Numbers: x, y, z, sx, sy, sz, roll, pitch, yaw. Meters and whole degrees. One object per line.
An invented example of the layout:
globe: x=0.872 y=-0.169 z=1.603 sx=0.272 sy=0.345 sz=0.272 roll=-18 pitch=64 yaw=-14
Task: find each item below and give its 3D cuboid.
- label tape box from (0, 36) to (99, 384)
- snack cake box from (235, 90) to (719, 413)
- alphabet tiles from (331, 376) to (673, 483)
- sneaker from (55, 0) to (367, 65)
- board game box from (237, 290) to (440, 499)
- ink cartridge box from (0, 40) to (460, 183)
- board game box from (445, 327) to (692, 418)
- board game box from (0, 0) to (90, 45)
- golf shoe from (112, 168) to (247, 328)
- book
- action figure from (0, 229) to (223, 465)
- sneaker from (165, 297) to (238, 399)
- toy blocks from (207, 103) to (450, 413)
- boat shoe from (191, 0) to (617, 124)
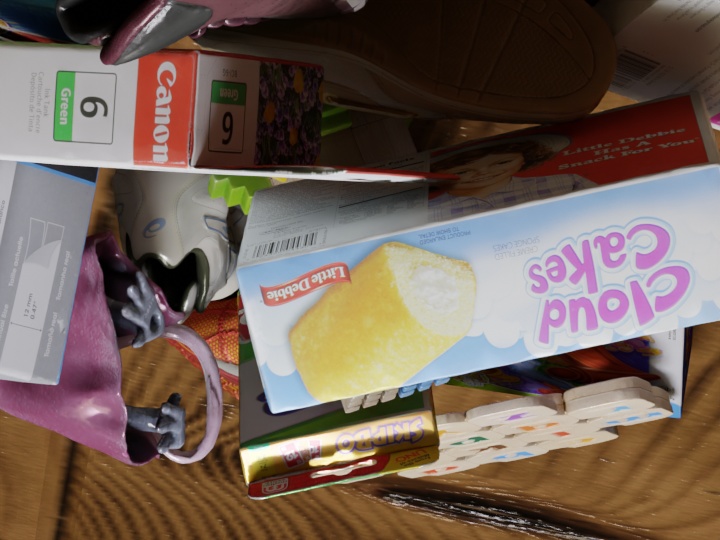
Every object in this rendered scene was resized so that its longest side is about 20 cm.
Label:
label tape box: x=-0.205 y=-0.038 z=1.283 sx=0.066 sy=0.144 sz=0.200 roll=6 pitch=173 yaw=40
snack cake box: x=0.054 y=-0.009 z=1.235 sx=0.199 sy=0.067 sz=0.115 roll=-12 pitch=-165 yaw=6
alphabet tiles: x=0.058 y=0.084 z=1.557 sx=0.199 sy=0.015 sz=0.196 roll=-13 pitch=168 yaw=16
sneaker: x=-0.062 y=-0.120 z=1.156 sx=0.115 sy=0.076 sz=0.200 roll=-28 pitch=174 yaw=1
board game box: x=-0.013 y=0.052 z=1.500 sx=0.095 sy=0.200 sz=0.030 roll=-12 pitch=117 yaw=3
ink cartridge box: x=-0.070 y=-0.065 z=1.215 sx=0.200 sy=0.051 sz=0.109 roll=4 pitch=-178 yaw=26
board game box: x=0.103 y=0.012 z=1.535 sx=0.134 sy=0.045 sz=0.200 roll=8 pitch=158 yaw=9
board game box: x=-0.187 y=-0.129 z=1.289 sx=0.199 sy=0.040 sz=0.153 roll=10 pitch=174 yaw=3
golf shoe: x=-0.095 y=-0.011 z=1.511 sx=0.078 sy=0.097 sz=0.200 roll=6 pitch=159 yaw=8
book: x=0.203 y=-0.081 z=1.266 sx=0.200 sy=0.048 sz=0.134 roll=18 pitch=159 yaw=-14
action figure: x=-0.181 y=0.029 z=1.438 sx=0.199 sy=0.134 sz=0.149 roll=1 pitch=177 yaw=22
sneaker: x=-0.036 y=0.040 z=1.649 sx=0.200 sy=0.077 sz=0.073 roll=14 pitch=159 yaw=42
toy blocks: x=0.000 y=0.000 z=1.393 sx=0.100 sy=0.137 sz=0.200 roll=-17 pitch=165 yaw=-13
boat shoe: x=0.014 y=-0.101 z=1.280 sx=0.200 sy=0.074 sz=0.069 roll=16 pitch=162 yaw=13
